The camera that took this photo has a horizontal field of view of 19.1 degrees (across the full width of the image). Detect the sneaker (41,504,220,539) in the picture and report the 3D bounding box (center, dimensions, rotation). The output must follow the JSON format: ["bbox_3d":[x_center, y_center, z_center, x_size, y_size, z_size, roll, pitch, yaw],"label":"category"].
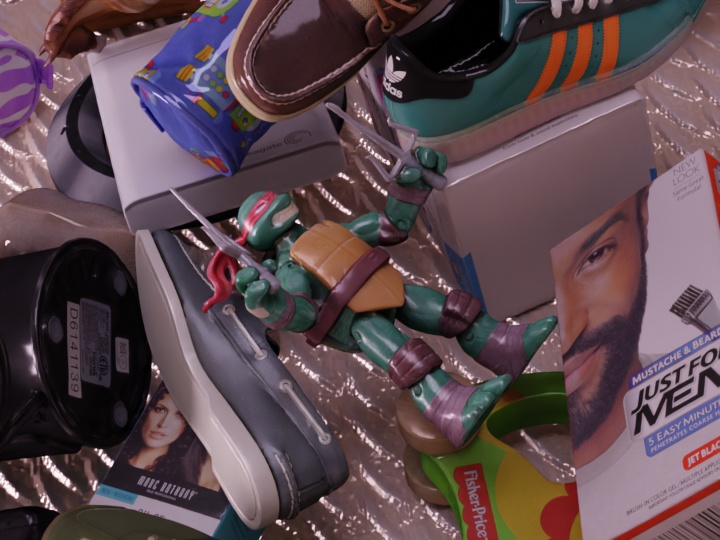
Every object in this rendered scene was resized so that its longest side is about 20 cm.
[{"bbox_3d":[-0.066,0.158,1.078,0.199,0.090,0.067,23,60,1],"label":"sneaker"}]

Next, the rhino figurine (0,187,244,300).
[{"bbox_3d":[-0.135,0.000,1.276,0.199,0.088,0.060,13,56,25],"label":"rhino figurine"}]

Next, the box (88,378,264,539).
[{"bbox_3d":[-0.110,0.153,1.168,0.082,0.049,0.201,13,56,25],"label":"box"}]

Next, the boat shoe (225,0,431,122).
[{"bbox_3d":[0.008,-0.161,1.154,0.200,0.072,0.072,-42,95,-16],"label":"boat shoe"}]

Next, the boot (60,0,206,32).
[{"bbox_3d":[-0.096,-0.236,1.496,0.199,0.069,0.189,-4,50,28],"label":"boot"}]

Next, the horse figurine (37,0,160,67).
[{"bbox_3d":[-0.113,-0.198,1.313,0.132,0.200,0.050,-12,74,-32],"label":"horse figurine"}]

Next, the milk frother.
[{"bbox_3d":[-0.247,0.059,1.171,0.187,0.200,0.182,-9,58,25],"label":"milk frother"}]

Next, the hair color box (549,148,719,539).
[{"bbox_3d":[0.162,0.050,1.079,0.111,0.064,0.201,-36,37,30],"label":"hair color box"}]

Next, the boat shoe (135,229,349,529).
[{"bbox_3d":[-0.069,0.052,1.167,0.061,0.073,0.201,-16,52,-19],"label":"boat shoe"}]

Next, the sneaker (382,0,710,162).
[{"bbox_3d":[0.102,-0.134,1.152,0.199,0.080,0.071,-30,50,-10],"label":"sneaker"}]

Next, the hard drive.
[{"bbox_3d":[-0.092,-0.099,1.307,0.131,0.027,0.200,-17,35,-3],"label":"hard drive"}]

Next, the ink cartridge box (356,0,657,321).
[{"bbox_3d":[0.078,-0.095,1.268,0.125,0.129,0.201,-25,48,-4],"label":"ink cartridge box"}]

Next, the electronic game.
[{"bbox_3d":[-0.106,-0.096,1.377,0.198,0.042,0.201,-9,42,8],"label":"electronic game"}]

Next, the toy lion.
[{"bbox_3d":[0.126,0.134,1.115,0.190,0.069,0.201,-11,49,-2],"label":"toy lion"}]

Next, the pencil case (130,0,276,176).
[{"bbox_3d":[-0.046,-0.148,1.219,0.087,0.078,0.200,20,66,49],"label":"pencil case"}]

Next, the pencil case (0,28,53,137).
[{"bbox_3d":[-0.296,-0.165,1.468,0.085,0.084,0.200,-19,46,-32],"label":"pencil case"}]

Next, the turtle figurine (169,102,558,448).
[{"bbox_3d":[0.000,0.000,1.125,0.200,0.101,0.150,37,60,5],"label":"turtle figurine"}]
